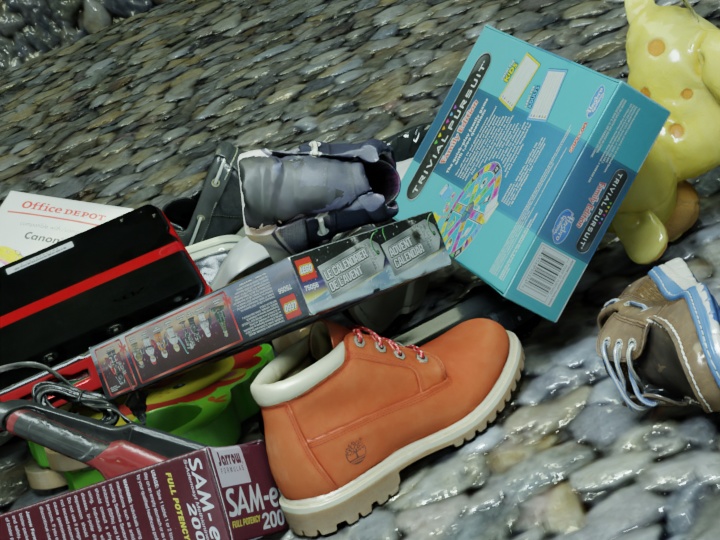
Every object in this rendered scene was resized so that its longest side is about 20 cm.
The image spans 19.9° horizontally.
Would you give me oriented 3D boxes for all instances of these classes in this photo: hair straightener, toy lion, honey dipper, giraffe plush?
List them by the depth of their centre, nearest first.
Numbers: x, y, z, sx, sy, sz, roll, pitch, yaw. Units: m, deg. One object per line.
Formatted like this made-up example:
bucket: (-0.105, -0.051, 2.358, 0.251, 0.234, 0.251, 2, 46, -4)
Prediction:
hair straightener: (-0.163, 0.105, 1.311, 0.198, 0.041, 0.077, 16, 28, 8)
honey dipper: (-0.025, 0.045, 1.374, 0.038, 0.038, 0.200, -27, 5, -12)
giraffe plush: (0.211, -0.085, 1.400, 0.163, 0.199, 0.173, -53, 23, 2)
toy lion: (-0.140, 0.101, 1.437, 0.190, 0.069, 0.200, -20, 16, -17)

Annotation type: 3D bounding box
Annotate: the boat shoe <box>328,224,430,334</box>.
boat shoe: (0.000, 0.000, 1.435, 0.062, 0.073, 0.200, 14, 5, 14)

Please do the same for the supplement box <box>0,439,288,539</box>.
supplement box: (-0.154, 0.158, 1.215, 0.198, 0.061, 0.109, -19, -7, 14)

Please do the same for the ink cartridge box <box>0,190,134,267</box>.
ink cartridge box: (-0.238, 0.009, 1.572, 0.115, 0.068, 0.201, 9, 50, 21)

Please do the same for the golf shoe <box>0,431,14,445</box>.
golf shoe: (-0.302, 0.113, 1.576, 0.091, 0.076, 0.200, -13, 21, 19)

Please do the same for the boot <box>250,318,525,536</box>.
boot: (0.018, 0.064, 1.253, 0.199, 0.108, 0.075, -34, 18, -34)

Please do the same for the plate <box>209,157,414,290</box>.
plate: (-0.039, -0.017, 1.532, 0.199, 0.032, 0.200, -29, -10, -24)

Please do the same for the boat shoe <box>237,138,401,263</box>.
boat shoe: (-0.016, -0.043, 1.313, 0.092, 0.075, 0.200, -6, -1, 7)

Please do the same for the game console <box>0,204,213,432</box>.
game console: (-0.209, 0.032, 1.463, 0.199, 0.031, 0.177, -23, 31, -10)

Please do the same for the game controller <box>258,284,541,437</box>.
game controller: (0.024, 0.064, 1.376, 0.199, 0.042, 0.104, -26, 3, -10)

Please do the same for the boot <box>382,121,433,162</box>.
boot: (-0.001, -0.073, 1.725, 0.199, 0.077, 0.168, -21, 11, -18)

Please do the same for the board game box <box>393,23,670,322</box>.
board game box: (0.105, -0.069, 1.360, 0.152, 0.047, 0.200, -61, 27, 5)

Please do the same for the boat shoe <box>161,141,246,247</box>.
boat shoe: (-0.140, -0.032, 1.694, 0.200, 0.067, 0.072, -45, 27, 38)

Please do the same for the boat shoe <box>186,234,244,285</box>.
boat shoe: (-0.174, 0.033, 1.638, 0.198, 0.063, 0.075, -20, -16, 6)

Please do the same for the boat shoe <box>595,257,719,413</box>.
boat shoe: (0.176, 0.049, 1.171, 0.072, 0.073, 0.200, -27, 7, 5)

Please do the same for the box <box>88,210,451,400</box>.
box: (-0.058, 0.023, 1.287, 0.199, 0.040, 0.136, -23, -2, 42)
